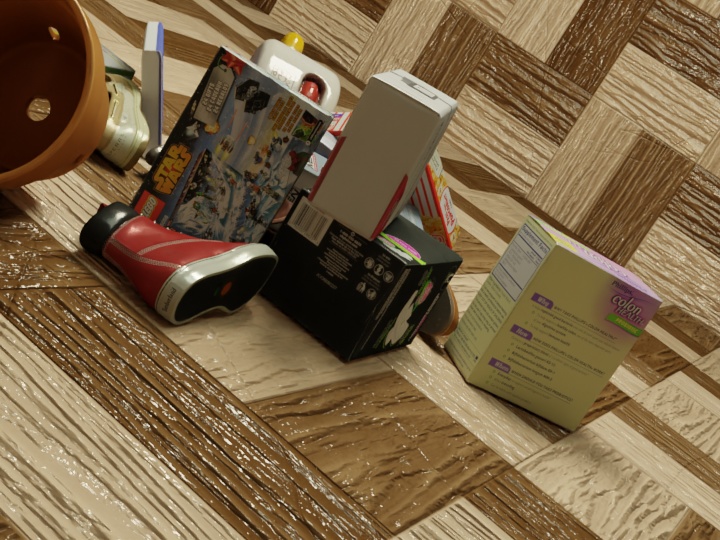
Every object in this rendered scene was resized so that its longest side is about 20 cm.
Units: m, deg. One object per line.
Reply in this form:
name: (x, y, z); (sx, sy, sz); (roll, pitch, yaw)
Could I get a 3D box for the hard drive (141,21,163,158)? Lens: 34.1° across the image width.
hard drive: (-0.266, -0.236, 1.508); (0.025, 0.133, 0.200); (1, 21, -9)

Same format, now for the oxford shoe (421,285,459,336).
oxford shoe: (0.098, 0.037, 1.519); (0.071, 0.072, 0.200); (33, 12, -21)

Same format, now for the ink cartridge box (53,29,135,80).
ink cartridge box: (-0.383, -0.266, 1.489); (0.103, 0.060, 0.200); (36, 14, 14)

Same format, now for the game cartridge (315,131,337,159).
game cartridge: (-0.096, -0.143, 1.557); (0.199, 0.133, 0.042); (31, 40, -7)

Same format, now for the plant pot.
plant pot: (-0.315, -0.163, 1.062); (0.199, 0.201, 0.140); (35, -2, 9)

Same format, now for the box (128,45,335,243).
box: (-0.135, -0.111, 1.219); (0.136, 0.201, 0.040); (32, 10, -4)

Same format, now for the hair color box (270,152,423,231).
hair color box: (-0.027, -0.073, 1.523); (0.199, 0.099, 0.061); (26, 30, -26)

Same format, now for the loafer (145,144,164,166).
loafer: (-0.213, -0.150, 1.448); (0.063, 0.072, 0.200); (33, 16, -6)

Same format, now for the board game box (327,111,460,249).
board game box: (0.040, -0.120, 1.587); (0.150, 0.201, 0.046); (3, 42, 28)

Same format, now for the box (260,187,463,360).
box: (0.000, 0.000, 1.301); (0.148, 0.125, 0.200); (36, 14, 17)

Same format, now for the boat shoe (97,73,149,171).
boat shoe: (-0.301, -0.191, 1.387); (0.066, 0.074, 0.200); (29, 13, -35)

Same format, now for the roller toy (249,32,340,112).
roller toy: (-0.125, -0.225, 1.656); (0.139, 0.201, 0.183); (28, 20, -15)

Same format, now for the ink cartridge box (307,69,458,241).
ink cartridge box: (0.029, -0.128, 1.240); (0.083, 0.146, 0.200); (29, 14, 3)

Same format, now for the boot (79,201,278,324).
boot: (-0.173, -0.023, 1.117); (0.144, 0.073, 0.200); (36, 17, 17)

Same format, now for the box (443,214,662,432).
box: (0.234, 0.066, 1.442); (0.175, 0.201, 0.097); (26, 16, -24)

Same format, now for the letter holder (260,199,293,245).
letter holder: (-0.125, -0.080, 1.351); (0.142, 0.101, 0.200); (37, 14, 8)
